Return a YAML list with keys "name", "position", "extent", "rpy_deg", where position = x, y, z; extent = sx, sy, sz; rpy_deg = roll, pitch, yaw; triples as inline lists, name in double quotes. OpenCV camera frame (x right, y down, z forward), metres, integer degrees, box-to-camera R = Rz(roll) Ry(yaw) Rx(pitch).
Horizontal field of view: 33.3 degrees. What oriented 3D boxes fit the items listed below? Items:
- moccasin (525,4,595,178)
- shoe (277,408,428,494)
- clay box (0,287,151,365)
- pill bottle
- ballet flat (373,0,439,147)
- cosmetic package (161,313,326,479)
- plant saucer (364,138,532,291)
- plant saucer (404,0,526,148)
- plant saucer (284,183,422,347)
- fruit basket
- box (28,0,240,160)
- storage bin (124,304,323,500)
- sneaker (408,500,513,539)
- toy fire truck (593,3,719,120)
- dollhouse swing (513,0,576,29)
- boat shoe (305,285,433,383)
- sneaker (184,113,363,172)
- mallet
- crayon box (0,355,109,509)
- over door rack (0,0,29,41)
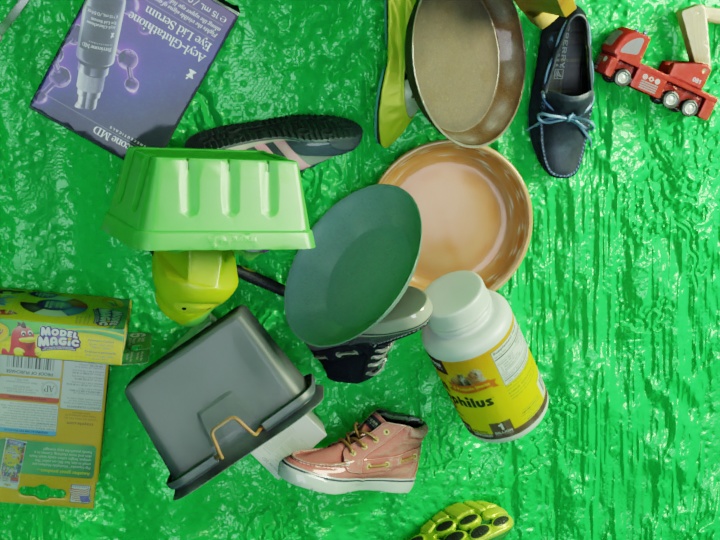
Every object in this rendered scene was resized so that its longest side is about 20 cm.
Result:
- name: "moccasin"
  position: [0.228, -0.201, 1.372]
  extent: [0.080, 0.068, 0.201]
  rpy_deg: [-7, 106, -6]
- name: "shoe"
  position: [-0.006, 0.210, 1.427]
  extent: [0.199, 0.071, 0.091]
  rpy_deg: [10, 101, -39]
- name: "clay box"
  position: [-0.333, 0.061, 1.344]
  extent: [0.199, 0.115, 0.048]
  rpy_deg: [5, 105, -9]
- name: "pill bottle"
  position: [0.139, 0.099, 1.396]
  extent: [0.109, 0.109, 0.200]
  rpy_deg: [-28, 123, 1]
- name: "ballet flat"
  position: [0.055, -0.234, 1.337]
  extent: [0.067, 0.067, 0.201]
  rpy_deg: [8, 102, 18]
- name: "cosmetic package"
  position: [-0.138, 0.149, 1.427]
  extent: [0.083, 0.051, 0.200]
  rpy_deg: [-43, 106, 2]
- name: "plant saucer"
  position: [0.102, -0.057, 1.411]
  extent: [0.199, 0.037, 0.201]
  rpy_deg: [-2, 106, -8]
- name: "plant saucer"
  position: [0.111, -0.235, 1.317]
  extent: [0.200, 0.034, 0.201]
  rpy_deg: [-5, 97, -47]
- name: "plant saucer"
  position: [0.000, 0.000, 1.331]
  extent: [0.039, 0.201, 0.201]
  rpy_deg: [35, 99, -38]
- name: "fruit basket"
  position: [-0.165, -0.026, 1.267]
  extent: [0.215, 0.155, 0.217]
  rpy_deg: [-7, 106, -27]
- name: "box"
  position: [-0.239, -0.228, 1.284]
  extent: [0.148, 0.104, 0.201]
  rpy_deg: [28, 99, -14]
- name: "storage bin"
  position: [-0.160, 0.139, 1.331]
  extent: [0.200, 0.146, 0.135]
  rpy_deg: [-35, 96, 2]
- name: "sneaker"
  position: [0.105, 0.361, 1.515]
  extent: [0.200, 0.074, 0.084]
  rpy_deg: [-33, 127, 3]
- name: "toy fire truck"
  position: [0.383, -0.253, 1.389]
  extent: [0.199, 0.049, 0.142]
  rpy_deg: [22, 101, -12]
- name: "dollhouse swing"
  position: [0.188, -0.374, 1.243]
  extent: [0.182, 0.176, 0.200]
  rpy_deg: [-44, 105, -11]
- name: "boat shoe"
  position: [0.018, 0.077, 1.377]
  extent: [0.075, 0.199, 0.093]
  rpy_deg: [-48, 118, -36]
- name: "sneaker"
  position: [-0.094, -0.125, 1.360]
  extent: [0.199, 0.070, 0.082]
  rpy_deg: [-7, 123, -3]
- name: "mallet"
  position: [-0.158, -0.010, 1.394]
  extent: [0.199, 0.066, 0.041]
  rpy_deg: [23, 105, -28]
- name: "crayon box"
  position: [-0.362, 0.172, 1.404]
  extent: [0.125, 0.052, 0.201]
  rpy_deg: [6, 103, -9]
- name: "over door rack"
  position: [-0.452, -0.267, 1.265]
  extent: [0.148, 0.067, 0.200]
  rpy_deg: [37, 97, -14]
